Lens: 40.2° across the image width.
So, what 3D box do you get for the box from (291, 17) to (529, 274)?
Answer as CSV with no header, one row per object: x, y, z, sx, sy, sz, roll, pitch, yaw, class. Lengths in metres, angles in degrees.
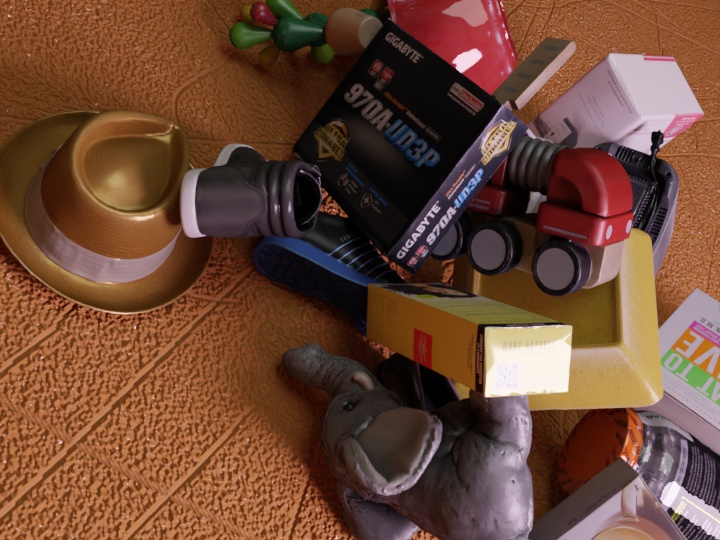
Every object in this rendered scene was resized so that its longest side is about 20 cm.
0.036,-0.116,0.884,0.046,0.160,0.200,29,15,-42,box

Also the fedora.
-0.186,-0.066,0.768,0.198,0.082,0.203,23,46,-26,fedora

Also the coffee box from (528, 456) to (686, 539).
0.237,0.273,0.806,0.201,0.112,0.080,54,3,2,coffee box

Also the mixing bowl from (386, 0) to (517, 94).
0.107,-0.256,1.071,0.200,0.107,0.204,-17,90,-75,mixing bowl

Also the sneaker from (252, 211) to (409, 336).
0.000,0.000,0.883,0.198,0.070,0.079,31,48,-17,sneaker

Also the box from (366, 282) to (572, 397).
0.074,0.047,0.752,0.074,0.199,0.051,0,99,-24,box

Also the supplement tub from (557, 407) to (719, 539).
0.288,0.214,0.914,0.199,0.122,0.124,34,42,-14,supplement tub

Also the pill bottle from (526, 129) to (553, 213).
0.121,-0.103,1.025,0.197,0.120,0.121,1,57,-38,pill bottle

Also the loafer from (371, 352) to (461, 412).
0.078,0.154,0.831,0.071,0.063,0.202,-18,71,-45,loafer

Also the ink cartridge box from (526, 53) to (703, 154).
0.265,-0.152,1.123,0.144,0.199,0.086,-10,70,-43,ink cartridge box

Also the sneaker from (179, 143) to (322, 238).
-0.075,-0.063,0.809,0.097,0.072,0.200,3,13,6,sneaker

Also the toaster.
0.268,-0.039,1.045,0.112,0.129,0.202,22,78,24,toaster

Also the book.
0.366,0.106,1.028,0.133,0.049,0.199,33,41,23,book

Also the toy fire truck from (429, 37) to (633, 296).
0.161,-0.100,0.868,0.174,0.204,0.128,18,18,33,toy fire truck

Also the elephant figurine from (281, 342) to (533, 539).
0.029,0.143,0.752,0.196,0.144,0.155,0,12,4,elephant figurine

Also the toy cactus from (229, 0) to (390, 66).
-0.029,-0.253,1.002,0.197,0.104,0.164,-2,15,-34,toy cactus

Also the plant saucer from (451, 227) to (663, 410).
0.172,0.032,0.913,0.049,0.196,0.202,67,25,-45,plant saucer
